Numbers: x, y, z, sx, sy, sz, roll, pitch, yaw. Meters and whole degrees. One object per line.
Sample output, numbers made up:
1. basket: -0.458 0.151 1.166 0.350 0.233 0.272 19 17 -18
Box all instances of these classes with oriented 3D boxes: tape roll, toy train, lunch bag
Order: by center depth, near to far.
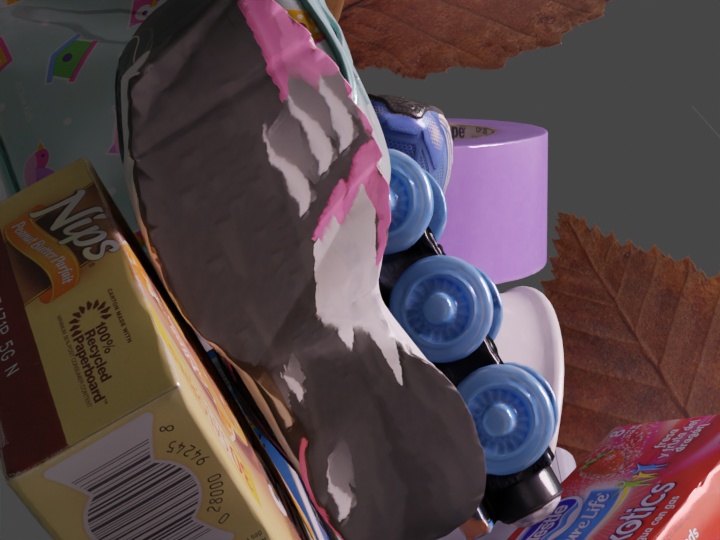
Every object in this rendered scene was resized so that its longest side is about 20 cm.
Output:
1. lunch bag: -0.081 -0.085 0.621 0.201 0.159 0.077 63 7 31
2. toy train: 0.010 0.035 0.651 0.201 0.114 0.087 61 8 7
3. tape roll: 0.019 -0.046 0.918 0.200 0.198 0.086 -127 -145 -77

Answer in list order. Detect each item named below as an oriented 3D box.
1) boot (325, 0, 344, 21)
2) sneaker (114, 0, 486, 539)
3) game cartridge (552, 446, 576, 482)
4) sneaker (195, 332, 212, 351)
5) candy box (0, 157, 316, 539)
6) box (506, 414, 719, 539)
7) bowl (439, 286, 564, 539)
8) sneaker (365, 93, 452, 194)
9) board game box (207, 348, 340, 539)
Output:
1. boot: -0.092 -0.112 0.768 0.072 0.202 0.155 4 21 -43
2. sneaker: -0.032 0.004 0.484 0.086 0.080 0.202 29 -38 60
3. game cartridge: 0.097 0.217 0.803 0.134 0.040 0.202 -85 -178 -58
4. sneaker: -0.085 0.051 0.832 0.200 0.074 0.117 -106 179 -71
5. candy box: -0.055 0.076 0.471 0.116 0.055 0.201 60 -5 48
6. box: 0.120 0.156 0.650 0.095 0.200 0.100 -15 -75 46
7. bowl: 0.033 0.094 0.831 0.201 0.089 0.203 -163 -90 -76
8. sneaker: 0.000 0.000 0.746 0.090 0.078 0.201 -93 -164 -50
9. board game box: -0.020 0.167 0.667 0.201 0.055 0.197 61 -4 50
